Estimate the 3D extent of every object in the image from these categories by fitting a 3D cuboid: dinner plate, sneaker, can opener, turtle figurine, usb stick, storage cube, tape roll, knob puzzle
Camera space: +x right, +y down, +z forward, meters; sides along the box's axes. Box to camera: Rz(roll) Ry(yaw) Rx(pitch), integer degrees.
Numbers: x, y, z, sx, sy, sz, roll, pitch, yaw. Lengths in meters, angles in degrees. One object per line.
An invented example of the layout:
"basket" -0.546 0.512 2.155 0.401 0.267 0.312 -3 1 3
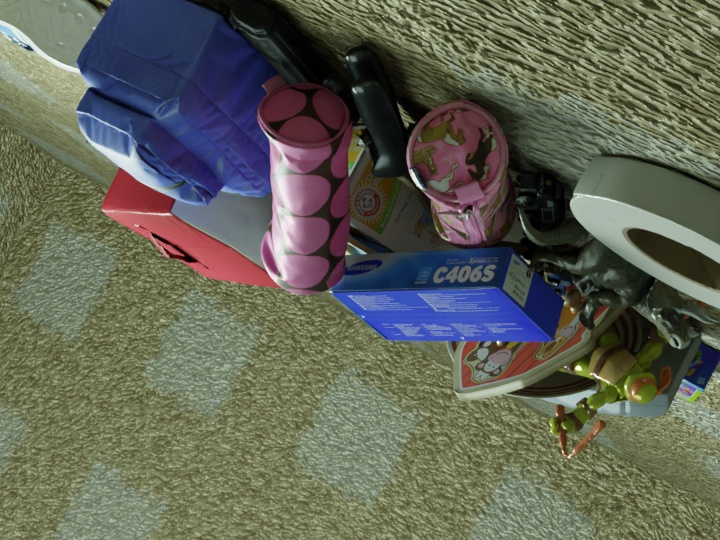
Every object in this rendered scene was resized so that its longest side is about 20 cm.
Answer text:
"dinner plate" 0.187 0.069 1.449 0.199 0.200 0.024 24 139 37
"sneaker" -0.350 -0.280 1.617 0.198 0.081 0.146 26 -178 2
"can opener" 0.020 -0.135 1.196 0.200 0.078 0.064 50 -163 -65
"turtle figurine" 0.241 0.081 1.324 0.064 0.200 0.161 39 -177 -29
"usb stick" -0.053 -0.178 1.243 0.055 0.033 0.200 34 177 29
"storage cube" -0.147 -0.101 1.557 0.170 0.202 0.179 33 166 -30
"tape roll" 0.253 -0.021 1.078 0.201 0.037 0.203 30 174 3
"knob puzzle" 0.161 0.049 1.371 0.031 0.219 0.219 54 164 -22

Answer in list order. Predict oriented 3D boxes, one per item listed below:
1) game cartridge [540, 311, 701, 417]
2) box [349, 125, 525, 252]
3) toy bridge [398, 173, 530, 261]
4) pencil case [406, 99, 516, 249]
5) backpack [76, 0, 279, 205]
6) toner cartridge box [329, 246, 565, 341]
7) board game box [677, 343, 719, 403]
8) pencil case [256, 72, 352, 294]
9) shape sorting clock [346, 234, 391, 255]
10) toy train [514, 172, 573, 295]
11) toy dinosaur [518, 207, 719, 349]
"game cartridge" 0.236 0.087 1.462 0.198 0.133 0.041 12 127 27
"box" 0.057 -0.052 1.418 0.199 0.102 0.112 32 173 -19
"toy bridge" 0.108 -0.055 1.342 0.199 0.027 0.067 29 130 -8
"pencil case" 0.088 -0.073 1.175 0.082 0.087 0.200 34 177 12
"backpack" -0.154 -0.150 1.321 0.162 0.169 0.200 33 179 37
"toner cartridge box" 0.076 0.024 1.284 0.199 0.044 0.095 -2 147 43
"board game box" 0.300 0.076 1.596 0.199 0.045 0.135 28 174 13
"pencil case" -0.051 -0.073 1.249 0.093 0.090 0.201 38 145 27
"shape sorting clock" 0.000 0.000 1.432 0.199 0.040 0.200 29 173 4
"toy train" 0.166 -0.028 1.266 0.045 0.034 0.200 0 152 11
"toy dinosaur" 0.210 -0.011 1.217 0.200 0.102 0.077 45 -148 -23
